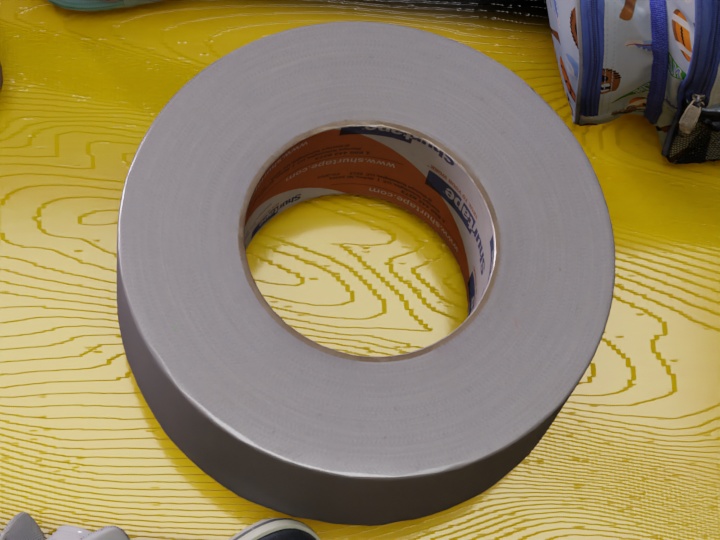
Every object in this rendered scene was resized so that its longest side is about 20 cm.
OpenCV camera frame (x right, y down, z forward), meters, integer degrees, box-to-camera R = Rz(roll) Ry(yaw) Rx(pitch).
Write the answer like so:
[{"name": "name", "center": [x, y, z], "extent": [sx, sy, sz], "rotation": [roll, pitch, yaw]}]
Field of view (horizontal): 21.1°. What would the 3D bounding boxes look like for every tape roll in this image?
[{"name": "tape roll", "center": [0.000, 0.000, 0.792], "extent": [0.200, 0.066, 0.201], "rotation": [3, 65, -7]}]

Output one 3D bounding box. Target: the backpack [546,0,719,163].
[{"name": "backpack", "center": [0.148, -0.147, 0.794], "extent": [0.154, 0.191, 0.200], "rotation": [-9, 77, -7]}]

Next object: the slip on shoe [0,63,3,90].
[{"name": "slip on shoe", "center": [-0.213, -0.154, 0.839], "extent": [0.061, 0.076, 0.200], "rotation": [-6, 61, -47]}]

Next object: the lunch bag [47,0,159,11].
[{"name": "lunch bag", "center": [-0.069, -0.210, 0.853], "extent": [0.200, 0.077, 0.161], "rotation": [-16, 75, -9]}]

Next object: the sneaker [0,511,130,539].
[{"name": "sneaker", "center": [-0.154, 0.130, 0.722], "extent": [0.200, 0.075, 0.115], "rotation": [45, 60, -36]}]

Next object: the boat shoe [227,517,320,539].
[{"name": "boat shoe", "center": [-0.060, 0.180, 0.731], "extent": [0.062, 0.075, 0.200], "rotation": [5, 45, 37]}]
